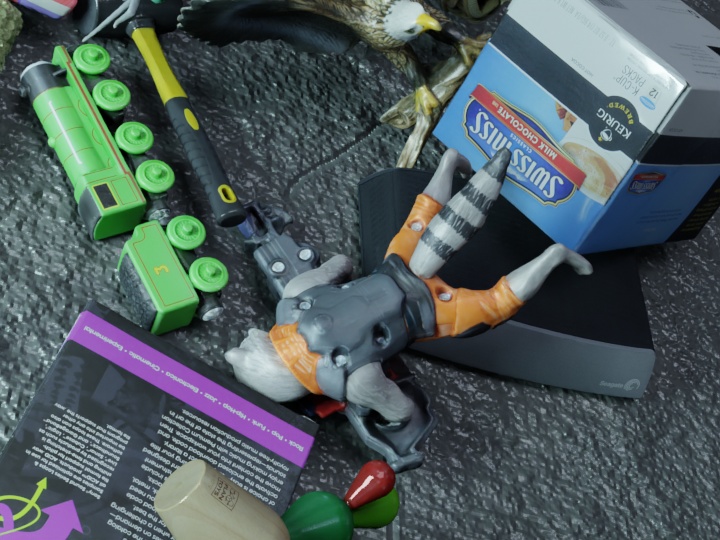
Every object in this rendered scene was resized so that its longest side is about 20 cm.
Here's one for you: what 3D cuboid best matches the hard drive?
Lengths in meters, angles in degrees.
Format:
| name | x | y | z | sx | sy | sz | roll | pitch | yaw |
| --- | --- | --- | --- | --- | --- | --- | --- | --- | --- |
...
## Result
| name | x | y | z | sx | sy | sz | roll | pitch | yaw |
| --- | --- | --- | --- | --- | --- | --- | --- | --- | --- |
| hard drive | 0.097 | 0.004 | 0.965 | 0.200 | 0.042 | 0.135 | 15 | 49 | -21 |

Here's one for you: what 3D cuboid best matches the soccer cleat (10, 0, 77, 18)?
| name | x | y | z | sx | sy | sz | roll | pitch | yaw |
| --- | --- | --- | --- | --- | --- | --- | --- | --- | --- |
| soccer cleat | -0.209 | -0.237 | 0.967 | 0.073 | 0.068 | 0.200 | 36 | 32 | -33 |

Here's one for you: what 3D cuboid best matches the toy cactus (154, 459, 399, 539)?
| name | x | y | z | sx | sy | sz | roll | pitch | yaw |
| --- | --- | --- | --- | --- | --- | --- | --- | --- | --- |
| toy cactus | -0.028 | 0.155 | 0.702 | 0.165 | 0.102 | 0.200 | 49 | 48 | -23 |

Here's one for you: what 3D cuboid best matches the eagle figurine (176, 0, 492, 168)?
| name | x | y | z | sx | sy | sz | roll | pitch | yaw |
| --- | --- | --- | --- | --- | --- | --- | --- | --- | --- |
| eagle figurine | 0.000 | -0.173 | 0.946 | 0.200 | 0.151 | 0.152 | 34 | 56 | -29 |

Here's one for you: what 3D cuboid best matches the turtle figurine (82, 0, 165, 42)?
| name | x | y | z | sx | sy | sz | roll | pitch | yaw |
| --- | --- | --- | --- | --- | --- | --- | --- | --- | --- |
| turtle figurine | -0.121 | -0.239 | 0.889 | 0.150 | 0.200 | 0.101 | 49 | 24 | 6 |

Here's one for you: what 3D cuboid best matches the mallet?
| name | x | y | z | sx | sy | sz | roll | pitch | yaw |
| --- | --- | --- | --- | --- | --- | --- | --- | --- | --- |
| mallet | -0.124 | -0.108 | 0.917 | 0.066 | 0.041 | 0.200 | -1 | 53 | -29 |

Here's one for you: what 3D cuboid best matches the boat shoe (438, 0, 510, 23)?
| name | x | y | z | sx | sy | sz | roll | pitch | yaw |
| --- | --- | --- | --- | --- | --- | --- | --- | --- | --- |
| boat shoe | 0.075 | -0.210 | 1.052 | 0.072 | 0.200 | 0.065 | 16 | 79 | -53 |

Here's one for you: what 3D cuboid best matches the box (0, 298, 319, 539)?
| name | x | y | z | sx | sy | sz | roll | pitch | yaw |
| --- | --- | --- | --- | --- | --- | --- | --- | --- | --- |
| box | -0.115 | 0.123 | 0.746 | 0.143 | 0.036 | 0.200 | 30 | 44 | -8 |

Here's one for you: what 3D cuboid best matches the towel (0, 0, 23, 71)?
| name | x | y | z | sx | sy | sz | roll | pitch | yaw |
| --- | --- | --- | --- | --- | --- | --- | --- | --- | --- |
| towel | -0.300 | -0.140 | 0.847 | 0.200 | 0.036 | 0.148 | 21 | 46 | -14 |

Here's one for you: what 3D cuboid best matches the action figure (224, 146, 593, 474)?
| name | x | y | z | sx | sy | sz | roll | pitch | yaw |
| --- | --- | --- | --- | --- | --- | --- | --- | --- | --- |
| action figure | 0.000 | 0.000 | 0.848 | 0.193 | 0.105 | 0.200 | -38 | 67 | -12 |

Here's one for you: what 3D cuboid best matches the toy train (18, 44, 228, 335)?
| name | x | y | z | sx | sy | sz | roll | pitch | yaw |
| --- | --- | --- | --- | --- | --- | --- | --- | --- | --- |
| toy train | -0.140 | -0.050 | 0.870 | 0.056 | 0.042 | 0.200 | -19 | 66 | -28 |

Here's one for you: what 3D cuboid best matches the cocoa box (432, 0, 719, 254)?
| name | x | y | z | sx | sy | sz | roll | pitch | yaw |
| --- | --- | --- | --- | --- | --- | --- | --- | --- | --- |
| cocoa box | 0.171 | -0.102 | 0.987 | 0.133 | 0.131 | 0.200 | 44 | 27 | 24 |
